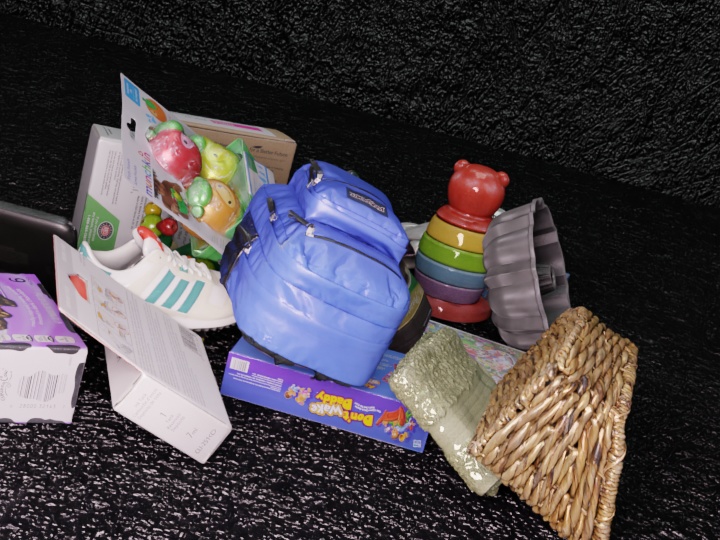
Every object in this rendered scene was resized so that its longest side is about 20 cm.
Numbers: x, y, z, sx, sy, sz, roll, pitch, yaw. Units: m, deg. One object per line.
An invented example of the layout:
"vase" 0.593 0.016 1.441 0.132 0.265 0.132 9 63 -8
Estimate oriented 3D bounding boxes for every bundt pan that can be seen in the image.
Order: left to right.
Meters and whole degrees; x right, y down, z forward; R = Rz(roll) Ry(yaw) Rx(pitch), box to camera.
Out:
"bundt pan" 0.204 0.014 1.462 0.076 0.202 0.202 -10 7 19

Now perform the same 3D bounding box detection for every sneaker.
"sneaker" -0.187 0.005 1.147 0.199 0.094 0.070 -3 23 -28
"sneaker" 0.121 -0.037 1.692 0.200 0.075 0.100 -14 18 13

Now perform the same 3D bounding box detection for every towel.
"towel" 0.097 0.124 1.100 0.148 0.036 0.200 50 19 4

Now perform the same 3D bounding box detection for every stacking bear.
"stacking bear" 0.134 -0.043 1.542 0.121 0.200 0.114 19 16 14

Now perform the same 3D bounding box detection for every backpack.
"backpack" -0.040 0.000 1.093 0.162 0.168 0.200 21 21 -16

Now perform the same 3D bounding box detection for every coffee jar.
"coffee jar" 0.000 0.000 1.267 0.085 0.200 0.104 -21 20 26

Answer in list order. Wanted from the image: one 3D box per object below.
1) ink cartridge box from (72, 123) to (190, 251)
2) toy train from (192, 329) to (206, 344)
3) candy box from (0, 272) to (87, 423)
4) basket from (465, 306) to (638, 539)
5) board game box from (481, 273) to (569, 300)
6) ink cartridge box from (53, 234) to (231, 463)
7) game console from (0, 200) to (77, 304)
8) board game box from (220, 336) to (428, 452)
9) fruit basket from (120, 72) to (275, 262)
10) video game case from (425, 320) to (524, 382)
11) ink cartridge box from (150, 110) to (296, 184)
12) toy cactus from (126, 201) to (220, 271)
"ink cartridge box" -0.241 -0.086 1.446 0.200 0.147 0.083 10 15 -22
"toy train" -0.208 0.035 1.240 0.046 0.034 0.200 -14 27 -24
"candy box" -0.349 0.057 0.968 0.200 0.072 0.168 5 19 -33
"basket" 0.201 0.130 1.020 0.149 0.143 0.200 42 17 3
"board game box" 0.219 0.015 1.731 0.151 0.037 0.200 18 15 14
"ink cartridge box" -0.202 0.063 1.009 0.176 0.045 0.200 38 5 -23
"game console" -0.378 -0.040 1.222 0.200 0.176 0.117 14 43 -1
"board game box" -0.024 0.106 1.155 0.200 0.045 0.134 16 15 4
"fruit basket" -0.169 -0.101 1.221 0.200 0.094 0.185 45 21 -38
"video game case" 0.112 0.097 1.372 0.200 0.018 0.143 18 16 13
"ink cartridge box" -0.203 -0.116 1.550 0.200 0.165 0.075 7 17 -29
"toy cactus" -0.205 -0.028 1.354 0.165 0.102 0.200 1 -7 32
